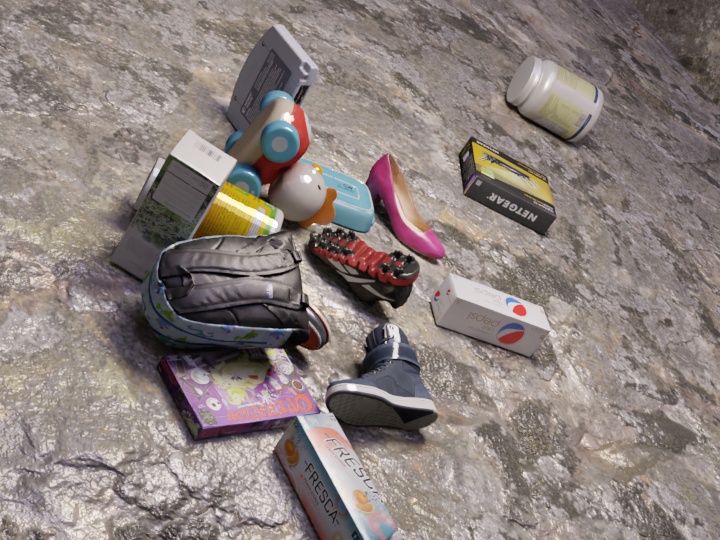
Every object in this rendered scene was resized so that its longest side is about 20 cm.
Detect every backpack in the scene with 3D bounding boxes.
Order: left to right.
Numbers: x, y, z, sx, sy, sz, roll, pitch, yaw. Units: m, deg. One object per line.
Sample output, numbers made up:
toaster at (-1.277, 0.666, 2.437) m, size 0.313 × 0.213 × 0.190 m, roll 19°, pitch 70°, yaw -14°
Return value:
backpack at (-0.185, 0.032, 1.491) m, size 0.199 × 0.153 × 0.165 m, roll 3°, pitch 67°, yaw -43°

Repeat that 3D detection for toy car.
toy car at (-0.108, -0.156, 1.828) m, size 0.199 × 0.177 × 0.185 m, roll 38°, pitch 17°, yaw -21°

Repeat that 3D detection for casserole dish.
casserole dish at (-0.053, -0.135, 1.962) m, size 0.198 × 0.039 × 0.122 m, roll 21°, pitch 35°, yaw -26°

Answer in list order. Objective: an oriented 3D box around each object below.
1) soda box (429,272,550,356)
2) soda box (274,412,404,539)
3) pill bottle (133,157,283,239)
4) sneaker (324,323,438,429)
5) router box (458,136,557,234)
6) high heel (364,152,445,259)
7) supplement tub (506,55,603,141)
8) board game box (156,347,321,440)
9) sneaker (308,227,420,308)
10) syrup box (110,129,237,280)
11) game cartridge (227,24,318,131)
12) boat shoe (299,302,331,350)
soda box at (0.219, 0.076, 1.915) m, size 0.198 × 0.068 × 0.064 m, roll 19°, pitch 34°, yaw -26°
soda box at (-0.029, 0.272, 1.405) m, size 0.063 × 0.069 × 0.201 m, roll 2°, pitch 44°, yaw -42°
pill bottle at (-0.221, -0.081, 1.650) m, size 0.199 × 0.111 × 0.112 m, roll 28°, pitch 32°, yaw -14°
sneaker at (0.013, 0.141, 1.603) m, size 0.201 × 0.077 × 0.147 m, roll 17°, pitch 46°, yaw -45°
router box at (0.302, -0.176, 2.349) m, size 0.199 × 0.052 × 0.158 m, roll 25°, pitch 33°, yaw -18°
high heel at (0.090, -0.112, 2.013) m, size 0.200 × 0.096 × 0.067 m, roll 46°, pitch 32°, yaw 17°
supplement tub at (0.467, -0.414, 2.743) m, size 0.199 × 0.145 × 0.146 m, roll 26°, pitch 32°, yaw -15°
board game box at (-0.156, 0.155, 1.483) m, size 0.199 × 0.032 × 0.121 m, roll -1°, pitch 51°, yaw -46°
sneaker at (0.000, 0.000, 1.803) m, size 0.199 × 0.099 × 0.071 m, roll 22°, pitch 38°, yaw 24°
syrup box at (-0.252, -0.079, 1.531) m, size 0.078 × 0.201 × 0.082 m, roll 32°, pitch 32°, yaw -6°
game cartridge at (-0.154, -0.307, 1.934) m, size 0.041 × 0.201 × 0.133 m, roll -13°, pitch 55°, yaw -48°
boat shoe at (-0.133, 0.053, 1.597) m, size 0.199 × 0.071 × 0.063 m, roll 35°, pitch 34°, yaw 3°
